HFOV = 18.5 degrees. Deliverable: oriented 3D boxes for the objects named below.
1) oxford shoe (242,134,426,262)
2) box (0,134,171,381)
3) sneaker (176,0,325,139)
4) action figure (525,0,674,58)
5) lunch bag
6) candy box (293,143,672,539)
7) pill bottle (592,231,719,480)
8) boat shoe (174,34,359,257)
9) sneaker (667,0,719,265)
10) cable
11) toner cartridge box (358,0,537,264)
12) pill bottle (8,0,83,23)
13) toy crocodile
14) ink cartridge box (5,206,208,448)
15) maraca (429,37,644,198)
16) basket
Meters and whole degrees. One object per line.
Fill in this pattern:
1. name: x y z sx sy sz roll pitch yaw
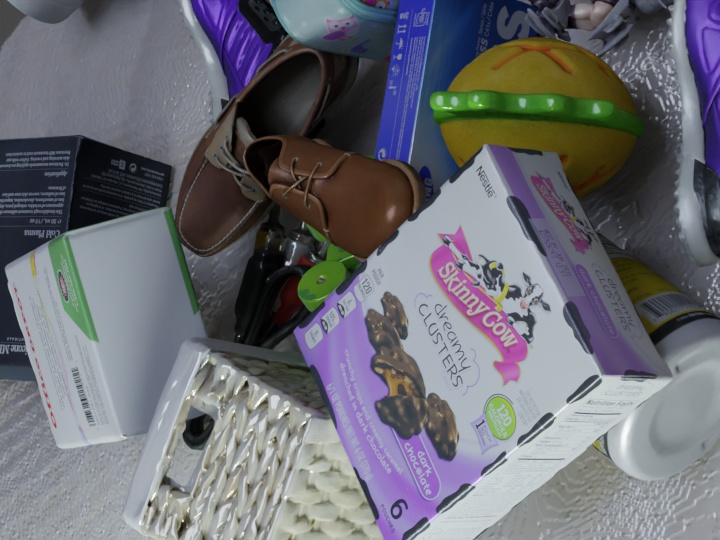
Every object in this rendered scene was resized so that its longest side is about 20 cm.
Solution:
1. oxford shoe: -0.021 -0.050 1.468 0.200 0.071 0.072 23 98 60
2. box: -0.265 -0.006 1.769 0.199 0.104 0.183 1 79 41
3. sneaker: -0.071 -0.174 1.672 0.099 0.069 0.201 -26 69 29
4. action figure: 0.139 -0.214 1.478 0.130 0.070 0.200 -44 47 -19
5. lunch bag: -0.003 -0.252 1.569 0.077 0.160 0.201 -27 69 39
6. candy box: 0.069 0.050 1.342 0.200 0.071 0.168 -44 58 33
7. pill bottle: 0.141 0.036 1.401 0.200 0.111 0.112 39 105 40
8. boat shoe: -0.078 -0.093 1.591 0.076 0.072 0.200 34 108 3
9. sneaker: 0.250 -0.105 1.367 0.099 0.069 0.201 -7 78 32
10. cable: -0.070 0.053 1.636 0.097 0.050 0.201 34 112 45
11. toner cartridge box: 0.062 -0.093 1.508 0.043 0.095 0.201 1 81 54
12. pill bottle: -0.212 -0.299 1.788 0.200 0.116 0.117 -40 56 26
13. toy crocodile: 0.000 0.000 1.534 0.062 0.068 0.200 -21 36 19
14. ink cartridge box: -0.178 0.045 1.573 0.200 0.084 0.146 -17 89 69
15. maraca: 0.111 -0.097 1.405 0.136 0.200 0.108 1 88 11
16. basket: -0.038 0.136 1.480 0.123 0.200 0.136 22 95 35
